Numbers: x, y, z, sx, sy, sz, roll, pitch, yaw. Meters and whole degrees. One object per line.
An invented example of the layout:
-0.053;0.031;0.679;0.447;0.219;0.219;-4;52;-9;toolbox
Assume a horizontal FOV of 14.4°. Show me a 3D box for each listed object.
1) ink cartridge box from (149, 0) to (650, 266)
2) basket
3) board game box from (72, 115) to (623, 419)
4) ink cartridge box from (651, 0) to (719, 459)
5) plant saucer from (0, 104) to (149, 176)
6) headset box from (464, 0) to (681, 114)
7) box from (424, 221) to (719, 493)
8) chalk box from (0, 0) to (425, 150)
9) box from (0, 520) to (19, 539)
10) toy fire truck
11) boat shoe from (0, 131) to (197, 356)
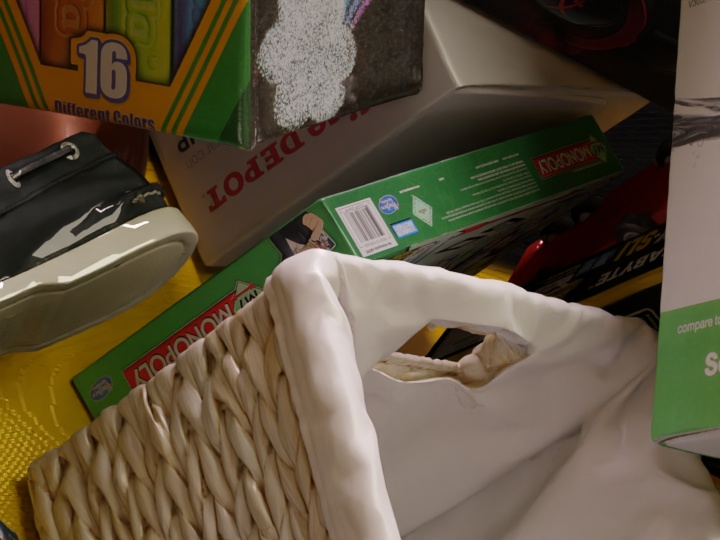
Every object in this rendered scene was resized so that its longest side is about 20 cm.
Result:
-0.007;-0.121;1.158;0.146;0.147;0.201;-2;63;-53;ink cartridge box
0.019;0.125;0.968;0.198;0.161;0.201;12;52;-47;basket
0.000;0.000;1.074;0.200;0.134;0.029;-20;76;-56;board game box
0.187;-0.028;0.998;0.145;0.084;0.201;13;74;-30;ink cartridge box
-0.162;-0.083;1.027;0.200;0.037;0.201;31;41;-32;plant saucer
0.130;-0.142;1.082;0.200;0.148;0.075;24;46;-39;headset box
0.141;0.078;1.098;0.200;0.159;0.049;50;44;-15;box
-0.054;-0.158;0.998;0.125;0.124;0.201;-23;119;-56;chalk box
-0.109;0.155;0.827;0.137;0.038;0.201;67;4;-67;box
0.130;0.031;1.163;0.141;0.200;0.049;38;58;-11;toy fire truck
-0.147;0.000;0.920;0.199;0.075;0.066;-23;71;-31;boat shoe
